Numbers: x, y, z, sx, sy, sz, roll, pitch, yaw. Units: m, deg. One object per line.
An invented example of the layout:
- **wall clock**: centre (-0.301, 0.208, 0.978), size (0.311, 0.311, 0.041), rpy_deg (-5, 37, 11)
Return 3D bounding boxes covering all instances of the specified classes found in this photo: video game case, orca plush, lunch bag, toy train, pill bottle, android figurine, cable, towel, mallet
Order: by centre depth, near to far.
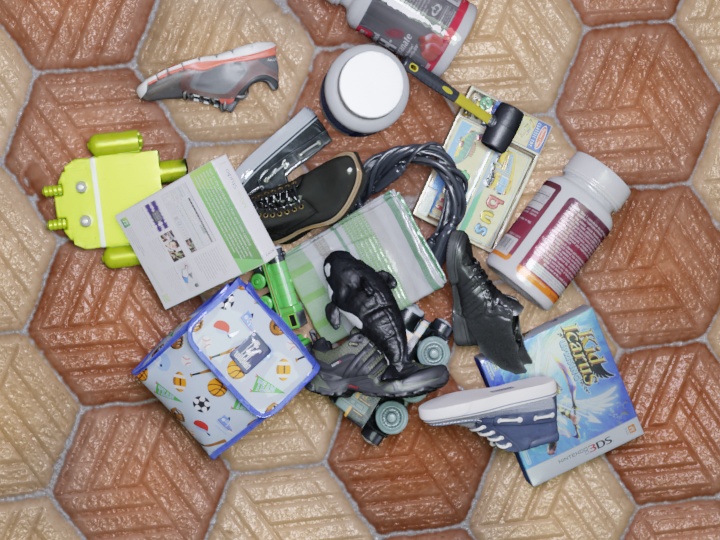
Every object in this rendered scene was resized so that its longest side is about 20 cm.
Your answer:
- **orca plush**: centre (0.005, 0.048, 1.505), size (0.104, 0.071, 0.202), rpy_deg (-16, 65, 0)
- **pill bottle**: centre (0.005, -0.234, 1.519), size (0.109, 0.200, 0.113), rpy_deg (0, 94, -5)
- **lunch bag**: centre (-0.173, 0.124, 1.531), size (0.199, 0.124, 0.170), rpy_deg (-37, 100, 25)
- **mallet**: centre (0.140, -0.238, 1.561), size (0.199, 0.041, 0.066), rpy_deg (37, 87, -25)
- **pill bottle**: centre (0.049, -0.356, 1.561), size (0.199, 0.111, 0.112), rpy_deg (30, 90, -6)
- **android figurine**: centre (-0.329, -0.096, 1.576), size (0.197, 0.041, 0.185), rpy_deg (-5, 94, -7)
- **towel**: centre (0.000, 0.000, 1.583), size (0.199, 0.031, 0.150), rpy_deg (-29, 91, 18)
- **cable**: centre (0.060, -0.087, 1.593), size (0.162, 0.051, 0.202), rpy_deg (24, 108, 11)
- **toy train**: centre (-0.106, 0.057, 1.599), size (0.056, 0.042, 0.202), rpy_deg (-14, 96, 24)
- **pill bottle**: centre (0.275, -0.056, 1.601), size (0.114, 0.114, 0.201), rpy_deg (38, 90, -7)
- **toy train**: centre (0.044, 0.140, 1.610), size (0.113, 0.085, 0.201), rpy_deg (33, 90, 3)
- **video game case**: centre (0.283, 0.178, 1.651), size (0.180, 0.045, 0.202), rpy_deg (-25, 95, -5)

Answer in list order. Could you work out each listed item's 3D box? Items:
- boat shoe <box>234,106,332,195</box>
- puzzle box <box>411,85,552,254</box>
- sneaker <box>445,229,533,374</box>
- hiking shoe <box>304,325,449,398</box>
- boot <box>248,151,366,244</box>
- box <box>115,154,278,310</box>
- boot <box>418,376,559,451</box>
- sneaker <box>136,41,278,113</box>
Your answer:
- **boat shoe**: centre (-0.120, -0.133, 1.577), size (0.200, 0.072, 0.071), rpy_deg (-45, 92, -4)
- **puzzle box**: centre (0.170, -0.140, 1.630), size (0.132, 0.025, 0.202), rpy_deg (24, 91, -7)
- **sneaker**: centre (0.177, 0.042, 1.577), size (0.103, 0.060, 0.202), rpy_deg (2, 111, 21)
- **hiking shoe**: centre (0.020, 0.118, 1.542), size (0.197, 0.076, 0.102), rpy_deg (-1, 83, 12)
- **boot**: centre (-0.098, -0.088, 1.503), size (0.200, 0.137, 0.078), rpy_deg (-38, 65, 37)
- **box**: centre (-0.213, -0.046, 1.496), size (0.199, 0.036, 0.145), rpy_deg (-22, 99, 38)
- **boot**: centre (0.180, 0.209, 1.581), size (0.197, 0.073, 0.092), rpy_deg (-9, 98, -10)
- **sneaker**: centre (-0.201, -0.248, 1.563), size (0.198, 0.077, 0.083), rpy_deg (-16, 101, -4)
